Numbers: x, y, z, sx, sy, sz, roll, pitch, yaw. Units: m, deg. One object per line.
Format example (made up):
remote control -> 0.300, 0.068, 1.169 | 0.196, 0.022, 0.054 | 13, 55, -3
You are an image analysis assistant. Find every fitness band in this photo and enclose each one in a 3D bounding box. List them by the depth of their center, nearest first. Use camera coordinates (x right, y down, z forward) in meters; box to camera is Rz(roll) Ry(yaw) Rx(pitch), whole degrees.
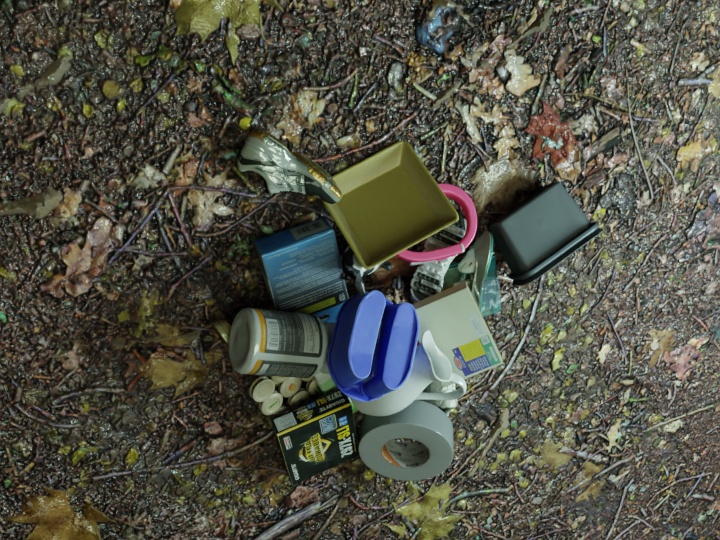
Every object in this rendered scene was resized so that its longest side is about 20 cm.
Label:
fitness band -> 0.130, -0.090, 1.479 | 0.198, 0.037, 0.145 | -12, 84, -13

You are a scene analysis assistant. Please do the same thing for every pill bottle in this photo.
pill bottle -> -0.128, 0.134, 1.394 | 0.198, 0.116, 0.118 | 9, 108, -32

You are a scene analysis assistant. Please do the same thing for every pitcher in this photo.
pitcher -> 0.090, 0.220, 1.496 | 0.199, 0.122, 0.172 | -28, 120, 27

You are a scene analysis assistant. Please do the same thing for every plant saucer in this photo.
plant saucer -> 0.048, -0.114, 1.414 | 0.198, 0.201, 0.049 | -28, 156, -9

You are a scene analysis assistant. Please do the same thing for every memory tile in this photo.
memory tile -> -0.118, 0.212, 1.514 | 0.199, 0.017, 0.154 | -39, 136, -17

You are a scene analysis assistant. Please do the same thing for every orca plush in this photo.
orca plush -> 0.000, 0.000, 1.428 | 0.104, 0.201, 0.071 | 26, 115, -12

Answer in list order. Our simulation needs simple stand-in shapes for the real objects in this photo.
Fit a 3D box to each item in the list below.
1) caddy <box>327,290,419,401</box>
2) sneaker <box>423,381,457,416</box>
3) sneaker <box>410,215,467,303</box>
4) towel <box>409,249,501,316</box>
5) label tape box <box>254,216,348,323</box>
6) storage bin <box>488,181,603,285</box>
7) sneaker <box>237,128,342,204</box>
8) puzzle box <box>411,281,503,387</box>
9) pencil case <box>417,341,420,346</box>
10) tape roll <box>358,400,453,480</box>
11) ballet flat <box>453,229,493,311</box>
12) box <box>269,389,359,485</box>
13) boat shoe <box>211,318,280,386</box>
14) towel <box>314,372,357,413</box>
caddy -> 0.020, 0.132, 1.380 | 0.140, 0.105, 0.202 | 22, 67, -19
sneaker -> 0.181, 0.246, 1.643 | 0.077, 0.099, 0.202 | 0, 111, -22
sneaker -> 0.151, -0.021, 1.533 | 0.075, 0.081, 0.201 | 28, 75, 4
towel -> 0.202, 0.051, 1.616 | 0.198, 0.022, 0.148 | -17, 116, -15
label tape box -> -0.106, 0.018, 1.451 | 0.142, 0.066, 0.202 | -20, 126, -13
storage bin -> 0.363, -0.081, 1.574 | 0.199, 0.146, 0.135 | -33, 92, -6
sneaker -> -0.128, -0.166, 1.368 | 0.199, 0.076, 0.088 | 32, 104, -19
puzzle box -> 0.182, 0.128, 1.499 | 0.132, 0.026, 0.201 | -23, 119, 10
pencil case -> 0.160, 0.137, 1.569 | 0.198, 0.088, 0.089 | 18, 105, -10
tape roll -> 0.096, 0.357, 1.621 | 0.198, 0.067, 0.202 | 4, 131, 4
ballet flat -> 0.223, 0.016, 1.563 | 0.063, 0.067, 0.202 | 3, 109, -10
box -> -0.089, 0.340, 1.567 | 0.158, 0.049, 0.201 | -22, 138, -15
boat shoe -> -0.204, 0.144, 1.466 | 0.063, 0.073, 0.200 | -47, 131, -5
towel -> -0.016, 0.207, 1.564 | 0.148, 0.031, 0.201 | -32, 135, -10
